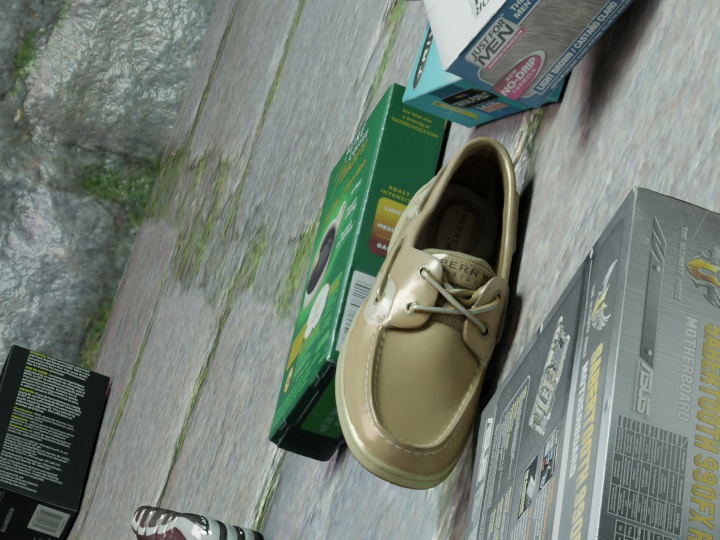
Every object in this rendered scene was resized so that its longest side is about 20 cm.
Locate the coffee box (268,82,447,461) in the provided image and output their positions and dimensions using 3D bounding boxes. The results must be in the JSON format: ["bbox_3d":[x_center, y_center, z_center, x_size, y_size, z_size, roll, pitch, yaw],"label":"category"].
[{"bbox_3d":[0.000,0.000,1.642,0.123,0.044,0.201,124,162,-56],"label":"coffee box"}]

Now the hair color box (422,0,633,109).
[{"bbox_3d":[0.072,-0.185,1.333,0.100,0.060,0.201,-49,36,32],"label":"hair color box"}]

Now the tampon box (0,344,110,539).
[{"bbox_3d":[-0.382,0.219,3.139,0.150,0.126,0.201,120,166,-46],"label":"tampon box"}]

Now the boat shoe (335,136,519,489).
[{"bbox_3d":[0.036,0.016,1.325,0.065,0.071,0.201,118,168,-46],"label":"boat shoe"}]

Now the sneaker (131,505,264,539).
[{"bbox_3d":[-0.124,0.222,1.835,0.200,0.075,0.116,159,126,-77],"label":"sneaker"}]

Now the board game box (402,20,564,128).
[{"bbox_3d":[0.084,-0.161,1.470,0.200,0.047,0.152,174,115,-79],"label":"board game box"}]

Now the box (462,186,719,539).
[{"bbox_3d":[0.081,0.094,0.986,0.159,0.048,0.201,121,165,-48],"label":"box"}]
